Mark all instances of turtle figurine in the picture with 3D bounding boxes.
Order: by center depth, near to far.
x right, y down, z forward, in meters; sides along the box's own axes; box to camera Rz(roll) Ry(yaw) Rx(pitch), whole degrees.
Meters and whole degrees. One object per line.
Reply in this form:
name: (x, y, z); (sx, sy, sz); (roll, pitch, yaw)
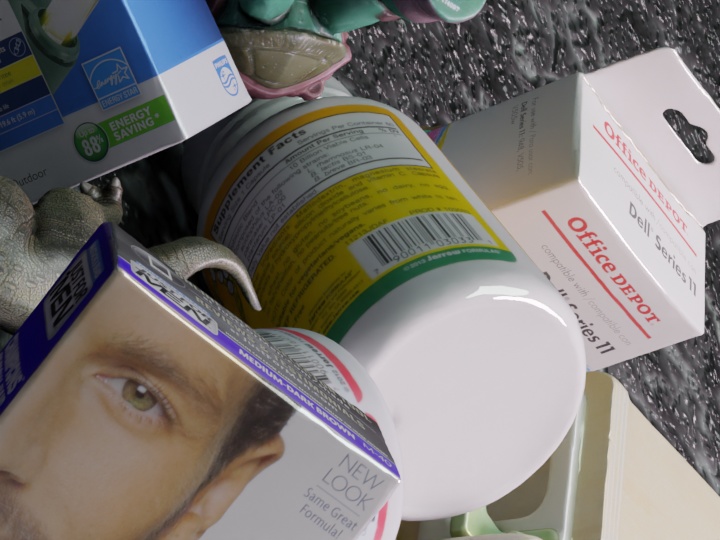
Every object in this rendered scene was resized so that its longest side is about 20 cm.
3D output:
turtle figurine: (-0.033, -0.117, 1.099); (0.149, 0.200, 0.101); (-7, 92, -27)

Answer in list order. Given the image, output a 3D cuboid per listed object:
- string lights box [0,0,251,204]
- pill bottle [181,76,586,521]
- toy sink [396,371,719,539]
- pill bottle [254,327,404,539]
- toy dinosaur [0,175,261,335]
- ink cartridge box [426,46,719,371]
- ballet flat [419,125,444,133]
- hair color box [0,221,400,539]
string lights box: (-0.133, -0.131, 1.031); (0.201, 0.102, 0.059); (65, 30, -7)
pill bottle: (0.000, 0.000, 1.106); (0.113, 0.113, 0.200); (42, 7, -41)
toy sink: (0.066, 0.117, 1.164); (0.200, 0.130, 0.113); (43, 46, -46)
pill bottle: (-0.087, 0.079, 0.945); (0.199, 0.108, 0.109); (-3, 74, -46)
toy dinosaur: (-0.125, -0.010, 0.951); (0.200, 0.077, 0.103); (36, 23, -27)
ink cartridge box: (0.075, -0.011, 1.218); (0.117, 0.199, 0.068); (46, 35, -36)
ballet flat: (0.068, 0.002, 1.333); (0.200, 0.072, 0.068); (53, 31, -29)
hair color box: (-0.093, 0.099, 0.820); (0.109, 0.200, 0.065); (37, 5, -14)
